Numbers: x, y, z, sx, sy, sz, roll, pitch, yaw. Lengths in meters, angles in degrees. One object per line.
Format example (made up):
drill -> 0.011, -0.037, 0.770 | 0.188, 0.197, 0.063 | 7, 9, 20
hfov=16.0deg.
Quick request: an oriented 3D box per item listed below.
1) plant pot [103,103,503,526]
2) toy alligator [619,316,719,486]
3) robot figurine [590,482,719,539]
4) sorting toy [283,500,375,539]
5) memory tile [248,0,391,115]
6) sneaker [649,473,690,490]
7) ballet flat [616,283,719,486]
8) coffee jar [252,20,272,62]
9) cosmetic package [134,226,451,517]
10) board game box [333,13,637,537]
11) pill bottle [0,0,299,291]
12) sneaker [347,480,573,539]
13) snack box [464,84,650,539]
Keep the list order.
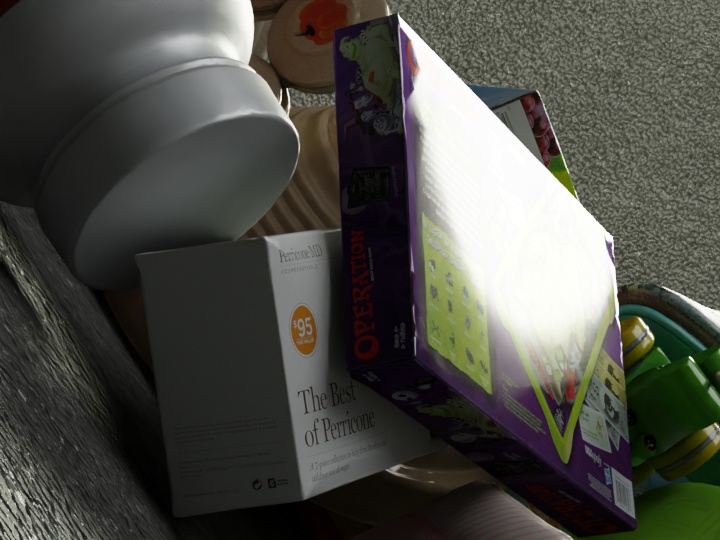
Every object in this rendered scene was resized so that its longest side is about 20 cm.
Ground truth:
plant pot -> 0.000, 0.000, 1.023 | 0.200, 0.093, 0.201 | 30, 28, -18
toy alligator -> 0.107, 0.055, 0.980 | 0.059, 0.054, 0.200 | 53, -22, -5
robot figurine -> 0.111, 0.160, 0.975 | 0.176, 0.200, 0.116 | 53, -34, -2
sorting toy -> -0.005, 0.081, 1.172 | 0.199, 0.069, 0.200 | 56, 1, 30
memory tile -> -0.087, -0.107, 1.020 | 0.200, 0.153, 0.017 | 53, -1, 38
sneaker -> 0.199, 0.118, 1.149 | 0.200, 0.078, 0.070 | 35, 50, -51
ballet flat -> 0.173, 0.074, 1.063 | 0.200, 0.074, 0.074 | 53, 1, -11
coffee jar -> -0.084, -0.095, 1.153 | 0.085, 0.105, 0.200 | 17, -15, -4
cosmetic package -> -0.003, 0.025, 0.856 | 0.200, 0.050, 0.083 | -12, 91, -67
board game box -> 0.046, 0.008, 0.876 | 0.200, 0.032, 0.121 | 39, 47, -56
pill bottle -> -0.106, -0.095, 0.845 | 0.200, 0.112, 0.112 | 55, 1, 24
sneaker -> 0.055, 0.146, 0.826 | 0.200, 0.104, 0.075 | 57, 0, 44
snack box -> 0.064, 0.016, 1.198 | 0.201, 0.067, 0.169 | 67, -12, -10
